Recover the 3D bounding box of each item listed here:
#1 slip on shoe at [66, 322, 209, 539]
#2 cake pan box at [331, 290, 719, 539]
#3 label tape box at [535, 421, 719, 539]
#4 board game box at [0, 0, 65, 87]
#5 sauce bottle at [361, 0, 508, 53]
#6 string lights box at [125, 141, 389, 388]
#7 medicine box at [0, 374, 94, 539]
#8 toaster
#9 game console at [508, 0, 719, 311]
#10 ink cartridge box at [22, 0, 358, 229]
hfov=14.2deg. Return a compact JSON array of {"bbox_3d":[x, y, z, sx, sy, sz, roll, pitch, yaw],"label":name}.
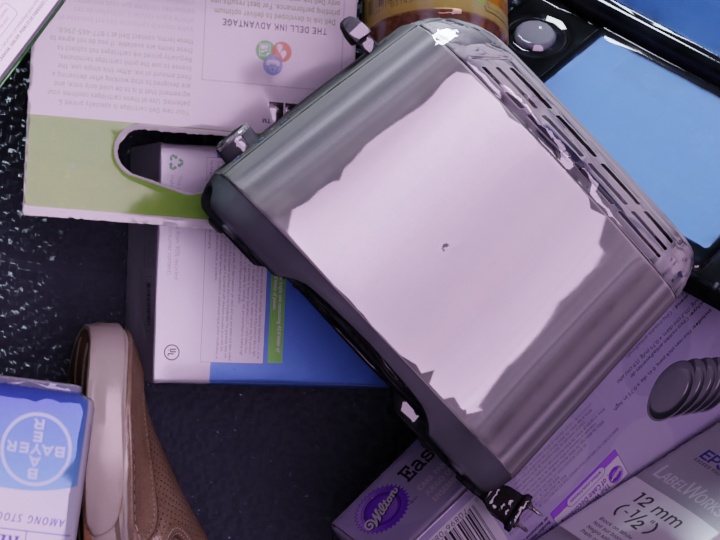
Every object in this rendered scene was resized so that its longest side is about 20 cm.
[{"bbox_3d":[-0.091,0.120,1.229,0.060,0.076,0.201,-4,96,-14],"label":"slip on shoe"},{"bbox_3d":[0.100,0.114,1.270,0.200,0.052,0.184,-45,128,-13],"label":"cake pan box"},{"bbox_3d":[0.151,0.154,1.252,0.199,0.066,0.144,-29,125,-21],"label":"label tape box"},{"bbox_3d":[-0.212,-0.135,1.089,0.200,0.040,0.153,38,89,-18],"label":"board game box"},{"bbox_3d":[0.031,-0.172,1.253,0.066,0.066,0.201,7,68,-18],"label":"sauce bottle"},{"bbox_3d":[0.000,0.000,1.270,0.199,0.059,0.103,3,90,-18],"label":"string lights box"},{"bbox_3d":[-0.217,0.135,1.176,0.181,0.103,0.201,8,87,-18],"label":"medicine box"},{"bbox_3d":[0.041,-0.007,1.148,0.129,0.114,0.200,-44,96,-2],"label":"toaster"},{"bbox_3d":[0.146,-0.101,1.235,0.199,0.117,0.176,31,50,25],"label":"game console"},{"bbox_3d":[-0.078,-0.115,1.227,0.147,0.076,0.201,4,84,-18],"label":"ink cartridge box"}]
